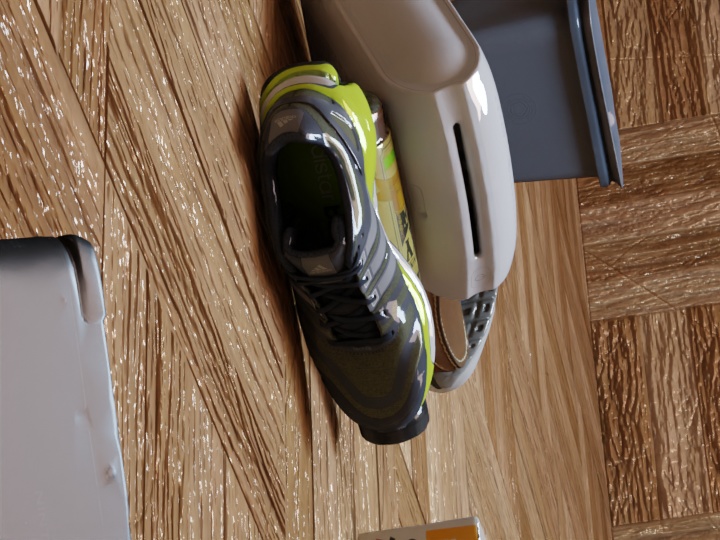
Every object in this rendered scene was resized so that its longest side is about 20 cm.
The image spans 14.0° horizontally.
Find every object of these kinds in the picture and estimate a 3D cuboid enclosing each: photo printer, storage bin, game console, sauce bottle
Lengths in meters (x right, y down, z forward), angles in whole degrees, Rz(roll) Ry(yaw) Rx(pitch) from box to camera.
[{"bbox_3d":[0.029,-0.092,1.672,0.200,0.069,0.167,-120,-166,-48],"label":"photo printer"},{"bbox_3d":[0.156,-0.176,2.653,0.146,0.134,0.201,-87,166,-56],"label":"storage bin"},{"bbox_3d":[-0.120,0.098,0.810,0.176,0.116,0.201,-5,85,-52],"label":"game console"},{"bbox_3d":[0.000,0.000,1.608,0.065,0.064,0.201,-83,164,-62],"label":"sauce bottle"}]

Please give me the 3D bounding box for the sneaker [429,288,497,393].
[{"bbox_3d":[0.058,0.011,1.994,0.201,0.074,0.087,-89,173,-46],"label":"sneaker"}]

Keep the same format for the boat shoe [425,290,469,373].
[{"bbox_3d":[0.043,-0.027,1.849,0.076,0.074,0.201,-68,146,-58],"label":"boat shoe"}]

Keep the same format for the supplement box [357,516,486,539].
[{"bbox_3d":[0.053,0.242,1.680,0.200,0.073,0.127,69,15,-57],"label":"supplement box"}]

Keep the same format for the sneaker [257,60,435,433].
[{"bbox_3d":[-0.016,-0.003,1.520,0.081,0.074,0.201,-62,135,-66],"label":"sneaker"}]
